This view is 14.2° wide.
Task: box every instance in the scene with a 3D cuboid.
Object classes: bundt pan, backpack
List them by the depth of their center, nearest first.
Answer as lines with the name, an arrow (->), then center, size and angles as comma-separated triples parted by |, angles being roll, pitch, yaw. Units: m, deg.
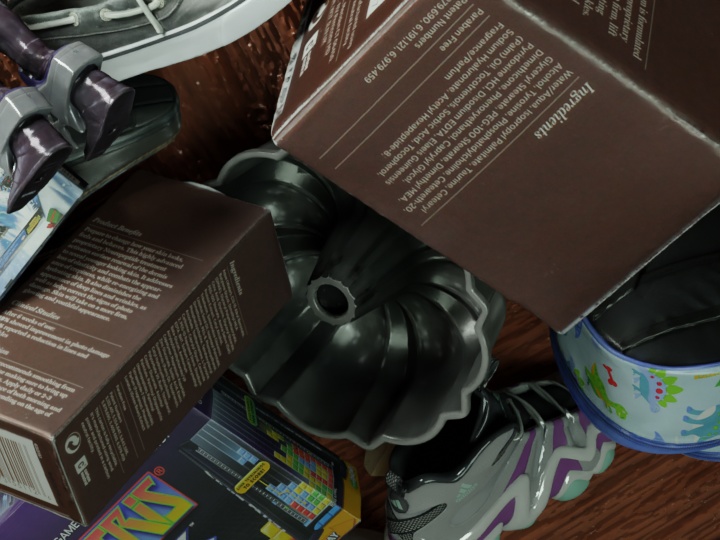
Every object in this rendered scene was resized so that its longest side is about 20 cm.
bundt pan -> 0.000, 0.000, 1.677 | 0.201, 0.076, 0.203 | 16, 126, 23
backpack -> 0.214, 0.025, 1.744 | 0.199, 0.183, 0.147 | -16, 137, -13

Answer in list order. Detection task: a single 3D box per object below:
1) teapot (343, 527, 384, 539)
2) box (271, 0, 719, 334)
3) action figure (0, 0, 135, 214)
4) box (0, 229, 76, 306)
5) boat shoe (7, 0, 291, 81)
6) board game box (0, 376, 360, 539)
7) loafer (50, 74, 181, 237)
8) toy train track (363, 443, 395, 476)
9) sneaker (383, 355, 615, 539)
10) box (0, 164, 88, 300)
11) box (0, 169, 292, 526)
teapot -> 0.004, 0.264, 1.793 | 0.200, 0.146, 0.198 | -41, 135, -20
box -> 0.087, -0.111, 1.525 | 0.200, 0.166, 0.164 | 34, 129, -17
action figure -> -0.214, -0.132, 1.533 | 0.130, 0.200, 0.069 | -31, 165, -39
box -> -0.170, 0.075, 1.729 | 0.143, 0.036, 0.201 | -23, 121, -6
boat shoe -> -0.109, -0.157, 1.573 | 0.199, 0.074, 0.068 | -15, 123, 35
board game box -> -0.125, 0.151, 1.709 | 0.165, 0.057, 0.200 | 35, 115, -24
loafer -> -0.189, -0.050, 1.642 | 0.199, 0.073, 0.072 | -21, 131, 4
toy train track -> 0.051, 0.043, 1.778 | 0.114, 0.033, 0.200 | 3, 129, -39
sneaker -> 0.089, 0.090, 1.756 | 0.200, 0.078, 0.140 | -43, 144, -28
box -> -0.267, -0.054, 1.574 | 0.200, 0.040, 0.137 | 39, 96, -5
box -> -0.137, 0.039, 1.592 | 0.200, 0.100, 0.075 | -49, 141, -32
